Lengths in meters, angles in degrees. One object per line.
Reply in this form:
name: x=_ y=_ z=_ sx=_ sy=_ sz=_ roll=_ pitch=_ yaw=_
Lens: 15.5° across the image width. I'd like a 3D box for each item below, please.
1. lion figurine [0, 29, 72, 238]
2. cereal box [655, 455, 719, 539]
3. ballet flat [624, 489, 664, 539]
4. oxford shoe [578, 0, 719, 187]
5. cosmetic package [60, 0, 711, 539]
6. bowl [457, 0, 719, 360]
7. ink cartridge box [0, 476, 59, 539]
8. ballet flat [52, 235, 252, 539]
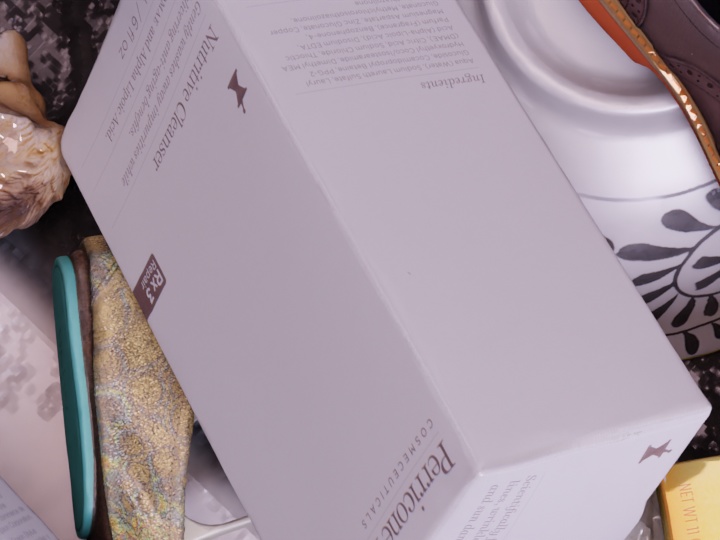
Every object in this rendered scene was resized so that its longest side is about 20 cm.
lion figurine: x=-0.181 y=-0.038 z=0.772 sx=0.122 sy=0.200 sz=0.073 roll=19 pitch=106 yaw=29
cereal box: x=0.189 y=0.106 z=0.711 sx=0.199 sy=0.040 sz=0.144 roll=-11 pitch=81 yaw=5
ballet flat: x=0.086 y=0.114 z=0.779 sx=0.071 sy=0.072 sz=0.201 roll=-9 pitch=86 yaw=1
oxford shoe: x=0.128 y=-0.044 z=0.713 sx=0.200 sy=0.073 sz=0.071 roll=44 pitch=82 yaw=-8
cosmetic package: x=0.000 y=0.000 z=0.739 sx=0.081 sy=0.113 sz=0.200 roll=-9 pitch=55 yaw=-31
bowl: x=0.080 y=-0.078 z=0.800 sx=0.200 sy=0.094 sz=0.202 roll=0 pitch=78 yaw=2
ink cartridge box: x=-0.167 y=0.128 z=0.760 sx=0.200 sy=0.041 sz=0.200 roll=45 pitch=109 yaw=11
ballet flat: x=-0.059 y=0.088 z=0.791 sx=0.070 sy=0.071 sz=0.201 roll=-2 pitch=79 yaw=2
